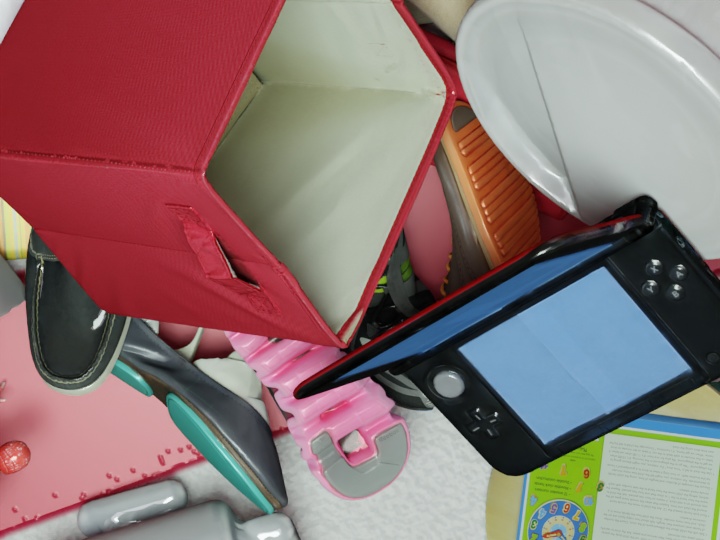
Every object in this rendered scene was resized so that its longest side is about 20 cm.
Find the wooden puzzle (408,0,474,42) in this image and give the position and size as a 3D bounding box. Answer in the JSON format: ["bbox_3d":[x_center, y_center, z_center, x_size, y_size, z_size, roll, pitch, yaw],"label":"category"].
[{"bbox_3d":[0.119,-0.210,1.192,0.185,0.046,0.201,38,82,-22],"label":"wooden puzzle"}]

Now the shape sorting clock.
[{"bbox_3d":[0.166,0.156,1.225,0.199,0.039,0.202,-6,80,32],"label":"shape sorting clock"}]

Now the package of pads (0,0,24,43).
[{"bbox_3d":[-0.215,-0.143,1.161,0.075,0.120,0.202,21,89,-14],"label":"package of pads"}]

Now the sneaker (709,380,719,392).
[{"bbox_3d":[0.245,0.169,1.255,0.079,0.071,0.202,-13,96,3],"label":"sneaker"}]

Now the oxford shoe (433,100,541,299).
[{"bbox_3d":[0.073,-0.003,1.214,0.072,0.071,0.202,-13,102,35],"label":"oxford shoe"}]

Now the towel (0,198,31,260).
[{"bbox_3d":[-0.181,-0.050,1.240,0.198,0.018,0.087,-2,100,-3],"label":"towel"}]

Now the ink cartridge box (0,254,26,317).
[{"bbox_3d":[-0.309,0.045,1.171,0.199,0.145,0.084,-34,96,7],"label":"ink cartridge box"}]

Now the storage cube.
[{"bbox_3d":[-0.080,-0.083,1.084,0.179,0.171,0.201,6,61,33],"label":"storage cube"}]

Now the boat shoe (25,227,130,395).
[{"bbox_3d":[-0.169,-0.028,1.181,0.071,0.068,0.202,5,83,9],"label":"boat shoe"}]

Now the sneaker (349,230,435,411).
[{"bbox_3d":[0.000,-0.001,1.219,0.070,0.083,0.201,-25,98,1],"label":"sneaker"}]

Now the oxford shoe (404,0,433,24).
[{"bbox_3d":[-0.013,-0.164,1.207,0.198,0.071,0.075,-5,100,-2],"label":"oxford shoe"}]

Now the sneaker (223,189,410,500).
[{"bbox_3d":[-0.041,0.042,1.213,0.078,0.095,0.201,-25,104,-7],"label":"sneaker"}]

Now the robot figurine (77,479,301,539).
[{"bbox_3d":[-0.127,0.212,1.223,0.198,0.113,0.171,-16,57,0],"label":"robot figurine"}]

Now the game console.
[{"bbox_3d":[0.095,0.054,1.114,0.199,0.119,0.172,-31,111,34],"label":"game console"}]

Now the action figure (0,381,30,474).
[{"bbox_3d":[-0.277,0.137,1.240,0.199,0.099,0.066,-22,101,23],"label":"action figure"}]

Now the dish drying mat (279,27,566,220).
[{"bbox_3d":[0.056,-0.098,1.216,0.199,0.018,0.077,22,117,-18],"label":"dish drying mat"}]

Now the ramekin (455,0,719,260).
[{"bbox_3d":[0.158,-0.108,1.096,0.202,0.202,0.094,41,66,-6],"label":"ramekin"}]

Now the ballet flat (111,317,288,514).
[{"bbox_3d":[-0.106,0.062,1.218,0.200,0.073,0.073,39,94,12],"label":"ballet flat"}]
